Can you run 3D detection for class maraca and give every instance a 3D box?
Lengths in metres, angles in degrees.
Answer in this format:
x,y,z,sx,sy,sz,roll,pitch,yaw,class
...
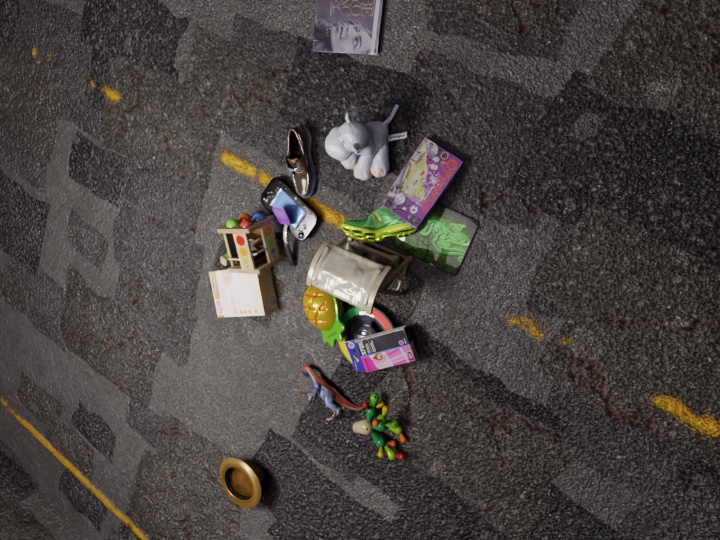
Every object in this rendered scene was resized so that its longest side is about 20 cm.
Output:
x,y,z,sx,sy,sz,roll,pitch,yaw,class
-0.099,0.119,1.513,0.137,0.107,0.201,-42,64,48,maraca

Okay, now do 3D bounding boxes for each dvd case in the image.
x,y,z,sx,sy,sz,roll,pitch,yaw,class
-0.033,-0.643,1.371,0.199,0.016,0.149,15,107,25,dvd case

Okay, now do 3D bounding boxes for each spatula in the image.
x,y,z,sx,sy,sz,roll,pitch,yaw,class
-0.220,-0.097,1.559,0.056,0.021,0.201,16,127,36,spatula

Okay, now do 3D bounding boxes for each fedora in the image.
x,y,z,sx,sy,sz,roll,pitch,yaw,class
-0.400,0.723,1.835,0.200,0.082,0.202,9,107,32,fedora

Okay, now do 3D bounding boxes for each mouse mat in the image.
x,y,z,sx,sy,sz,roll,pitch,yaw,class
0.190,-0.095,1.375,0.199,0.008,0.162,28,113,20,mouse mat

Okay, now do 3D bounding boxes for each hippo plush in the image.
x,y,z,sx,sy,sz,roll,pitch,yaw,class
0.004,-0.311,1.339,0.199,0.161,0.160,-17,92,31,hippo plush

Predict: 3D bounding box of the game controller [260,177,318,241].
x,y,z,sx,sy,sz,roll,pitch,yaw,class
-0.208,-0.181,1.552,0.200,0.042,0.104,44,123,13,game controller

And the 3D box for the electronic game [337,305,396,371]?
x,y,z,sx,sy,sz,roll,pitch,yaw,class
0.018,0.192,1.512,0.199,0.042,0.201,7,104,28,electronic game

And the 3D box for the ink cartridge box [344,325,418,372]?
x,y,z,sx,sy,sz,roll,pitch,yaw,class
0.052,0.223,1.465,0.199,0.037,0.095,-18,96,25,ink cartridge box

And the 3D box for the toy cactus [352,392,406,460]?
x,y,z,sx,sy,sz,roll,pitch,yaw,class
0.043,0.462,1.538,0.165,0.102,0.201,-18,100,40,toy cactus

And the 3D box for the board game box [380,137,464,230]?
x,y,z,sx,sy,sz,roll,pitch,yaw,class
0.153,-0.217,1.321,0.120,0.032,0.200,36,97,13,board game box

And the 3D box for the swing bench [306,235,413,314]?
x,y,z,sx,sy,sz,roll,pitch,yaw,class
0.000,0.000,1.386,0.198,0.200,0.130,24,111,23,swing bench

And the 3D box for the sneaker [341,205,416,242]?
x,y,z,sx,sy,sz,roll,pitch,yaw,class
0.050,-0.125,1.385,0.199,0.074,0.084,-4,65,4,sneaker

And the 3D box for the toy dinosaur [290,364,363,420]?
x,y,z,sx,sy,sz,roll,pitch,yaw,class
-0.110,0.367,1.624,0.199,0.105,0.182,-17,78,-6,toy dinosaur

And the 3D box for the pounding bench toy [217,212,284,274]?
x,y,z,sx,sy,sz,roll,pitch,yaw,class
-0.358,-0.088,1.590,0.199,0.124,0.157,2,115,31,pounding bench toy

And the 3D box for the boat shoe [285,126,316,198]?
x,y,z,sx,sy,sz,roll,pitch,yaw,class
-0.178,-0.304,1.492,0.072,0.072,0.201,-1,100,29,boat shoe

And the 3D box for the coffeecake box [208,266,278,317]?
x,y,z,sx,sy,sz,roll,pitch,yaw,class
-0.373,0.064,1.679,0.199,0.073,0.154,-5,99,29,coffeecake box
